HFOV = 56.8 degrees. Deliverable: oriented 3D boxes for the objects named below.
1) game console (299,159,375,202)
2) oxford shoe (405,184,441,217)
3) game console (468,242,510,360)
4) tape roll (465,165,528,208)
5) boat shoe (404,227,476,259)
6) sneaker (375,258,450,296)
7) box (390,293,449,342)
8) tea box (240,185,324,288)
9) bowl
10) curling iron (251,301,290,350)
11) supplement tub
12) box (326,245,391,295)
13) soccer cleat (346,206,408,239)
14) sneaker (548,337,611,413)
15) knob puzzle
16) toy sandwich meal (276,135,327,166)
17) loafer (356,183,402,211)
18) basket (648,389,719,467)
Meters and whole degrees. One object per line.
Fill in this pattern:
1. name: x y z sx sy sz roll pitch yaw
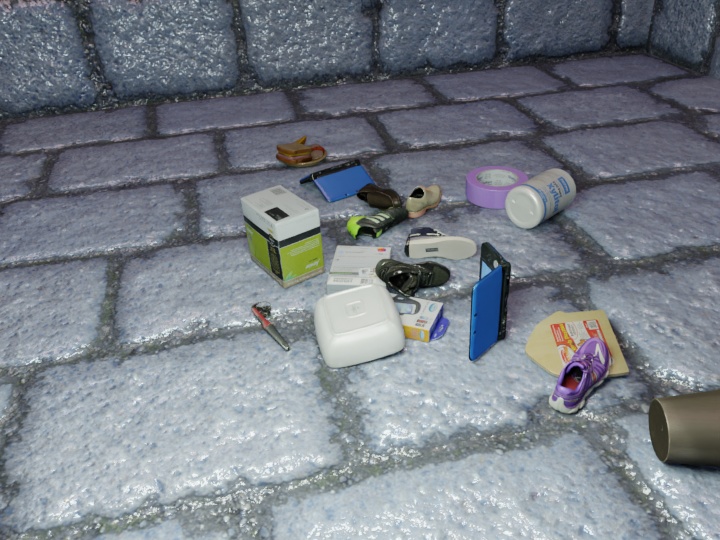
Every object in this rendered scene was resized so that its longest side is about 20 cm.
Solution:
1. game console: -0.081 -0.298 2.292 0.199 0.119 0.170 -21 5 -28
2. oxford shoe: 0.205 -0.237 2.117 0.070 0.074 0.200 14 35 25
3. game console: 0.263 0.066 1.482 0.118 0.201 0.171 -10 32 -13
4. tape roll: 0.443 -0.272 2.168 0.199 0.066 0.200 -2 31 1
5. boat shoe: 0.224 -0.085 1.863 0.199 0.075 0.093 2 39 8
6. sneaker: 0.144 0.023 1.666 0.198 0.077 0.114 7 22 -21
7. box: 0.109 0.109 1.592 0.199 0.042 0.119 8 33 21
8. tea box: -0.209 -0.094 1.793 0.133 0.198 0.200 -22 37 -28
9. bowl: -0.008 0.110 1.517 0.198 0.075 0.201 -14 42 -5
10. curling iron: -0.211 0.129 1.592 0.049 0.026 0.200 -19 35 -20
11. supplement tub: 0.542 -0.218 2.008 0.199 0.133 0.132 -29 40 -35
12. box: 0.000 0.000 1.776 0.155 0.041 0.200 2 33 5
13. soccer cleat: 0.058 -0.136 1.985 0.199 0.068 0.081 -14 51 -16
14. sneaker: 0.453 0.202 1.350 0.080 0.084 0.200 22 48 28
15. knob puzzle: 0.460 0.172 1.462 0.218 0.031 0.220 -4 45 4
16. toy sandwich meal: -0.224 -0.450 2.499 0.204 0.071 0.206 -2 31 1
17. loafer: 0.057 -0.220 2.114 0.071 0.073 0.200 -27 30 -25
18. basket: 0.633 0.283 1.188 0.199 0.137 0.181 -3 27 6
